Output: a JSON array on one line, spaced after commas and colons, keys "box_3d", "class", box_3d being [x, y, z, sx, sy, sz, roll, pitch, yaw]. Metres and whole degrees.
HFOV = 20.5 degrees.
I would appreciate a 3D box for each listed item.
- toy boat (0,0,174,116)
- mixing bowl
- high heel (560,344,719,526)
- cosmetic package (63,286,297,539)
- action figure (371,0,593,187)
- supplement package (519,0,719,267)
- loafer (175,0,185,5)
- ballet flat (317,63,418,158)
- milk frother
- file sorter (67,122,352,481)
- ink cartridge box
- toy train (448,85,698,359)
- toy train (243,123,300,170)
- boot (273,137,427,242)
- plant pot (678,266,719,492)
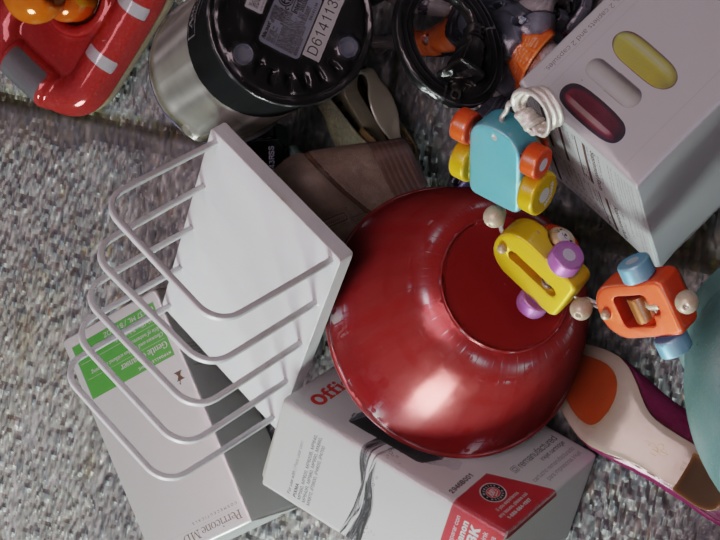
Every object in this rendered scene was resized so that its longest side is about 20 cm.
[{"box_3d": [-0.238, -0.225, 1.607, 0.130, 0.130, 0.201, 41, 111, 18], "class": "toy boat"}, {"box_3d": [0.084, 0.023, 1.394, 0.202, 0.199, 0.108, 67, 158, 7], "class": "mixing bowl"}, {"box_3d": [0.220, 0.124, 1.451, 0.068, 0.096, 0.200, -53, 49, 12], "class": "high heel"}, {"box_3d": [-0.144, 0.124, 1.610, 0.107, 0.085, 0.201, -29, 79, 25], "class": "cosmetic package"}, {"box_3d": [0.078, -0.155, 1.464, 0.193, 0.104, 0.201, 32, 102, 34], "class": "action figure"}, {"box_3d": [0.222, -0.128, 1.318, 0.200, 0.156, 0.111, -45, 67, -4], "class": "supplement package"}, {"box_3d": [-0.068, -0.261, 1.553, 0.200, 0.072, 0.063, -40, 82, 22], "class": "loafer"}, {"box_3d": [-0.014, -0.156, 1.530, 0.201, 0.067, 0.062, 59, 144, 4], "class": "ballet flat"}, {"box_3d": [-0.026, -0.155, 1.423, 0.200, 0.188, 0.181, 42, 75, -11], "class": "milk frother"}, {"box_3d": [-0.116, 0.029, 1.411, 0.139, 0.124, 0.201, 44, 141, 20], "class": "file sorter"}, {"box_3d": [0.049, 0.146, 1.469, 0.199, 0.144, 0.084, 28, 122, 23], "class": "ink cartridge box"}, {"box_3d": [0.142, -0.036, 1.283, 0.150, 0.056, 0.201, -13, 111, 52], "class": "toy train"}, {"box_3d": [-0.083, -0.025, 1.557, 0.084, 0.114, 0.202, -4, 99, -13], "class": "toy train"}, {"box_3d": [0.000, 0.000, 1.489, 0.145, 0.070, 0.201, -26, 98, -2], "class": "boot"}, {"box_3d": [0.296, 0.065, 1.334, 0.201, 0.199, 0.134, -56, 43, 19], "class": "plant pot"}]
